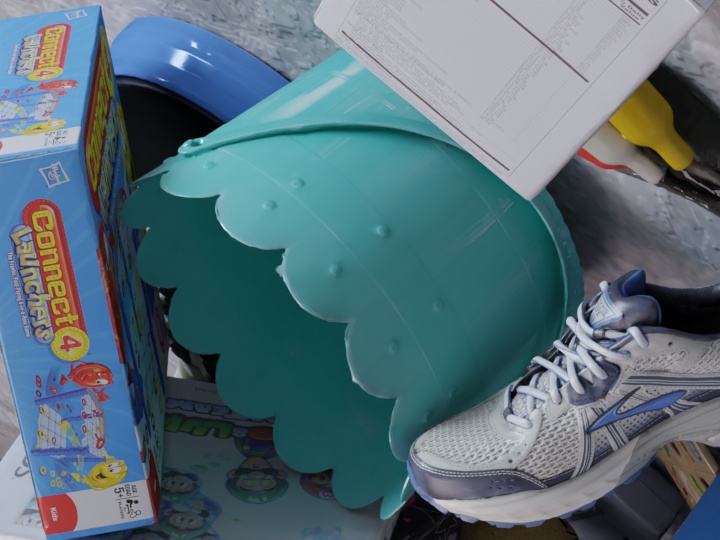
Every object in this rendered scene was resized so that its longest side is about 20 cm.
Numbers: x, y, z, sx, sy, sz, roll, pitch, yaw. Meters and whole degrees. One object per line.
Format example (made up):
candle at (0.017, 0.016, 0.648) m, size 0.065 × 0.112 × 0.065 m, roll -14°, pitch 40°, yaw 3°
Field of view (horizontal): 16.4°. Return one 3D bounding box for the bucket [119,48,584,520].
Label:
bucket at (0.000, 0.000, 1.193) m, size 0.207 × 0.135 × 0.207 m, roll 42°, pitch 159°, yaw 20°

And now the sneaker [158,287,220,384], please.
sneaker at (-0.064, 0.031, 1.385) m, size 0.077 × 0.086 × 0.200 m, roll 31°, pitch 135°, yaw 13°

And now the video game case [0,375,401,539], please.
video game case at (-0.079, 0.107, 1.264) m, size 0.199 × 0.182 × 0.024 m, roll 9°, pitch 115°, yaw 8°

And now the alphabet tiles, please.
alphabet tiles at (0.180, 0.124, 1.235) m, size 0.200 × 0.006 × 0.166 m, roll 59°, pitch 177°, yaw 1°

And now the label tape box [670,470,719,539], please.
label tape box at (0.245, 0.143, 1.091) m, size 0.200 × 0.144 × 0.063 m, roll 39°, pitch 160°, yaw 0°

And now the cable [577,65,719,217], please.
cable at (0.143, -0.028, 1.045) m, size 0.200 × 0.050 × 0.097 m, roll 42°, pitch 160°, yaw -3°

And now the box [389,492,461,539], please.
box at (-0.064, 0.160, 1.316) m, size 0.200 × 0.132 × 0.115 m, roll 19°, pitch 120°, yaw 26°

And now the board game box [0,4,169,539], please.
board game box at (-0.140, -0.004, 1.226) m, size 0.200 × 0.056 × 0.196 m, roll -96°, pitch -3°, yaw -65°

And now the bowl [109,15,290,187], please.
bowl at (-0.066, -0.054, 1.370) m, size 0.200 × 0.039 × 0.201 m, roll 34°, pitch 159°, yaw 15°

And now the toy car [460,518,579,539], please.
toy car at (0.100, 0.165, 1.370) m, size 0.200 × 0.157 × 0.164 m, roll 64°, pitch 161°, yaw 13°

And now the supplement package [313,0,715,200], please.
supplement package at (0.076, -0.125, 0.876) m, size 0.114 × 0.110 × 0.200 m, roll 40°, pitch 160°, yaw 0°

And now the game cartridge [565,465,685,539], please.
game cartridge at (0.105, 0.119, 1.443) m, size 0.133 × 0.040 × 0.200 m, roll 46°, pitch 159°, yaw -6°

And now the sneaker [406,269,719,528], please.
sneaker at (0.110, 0.042, 1.100) m, size 0.077 × 0.199 × 0.085 m, roll -114°, pitch 4°, yaw -56°
